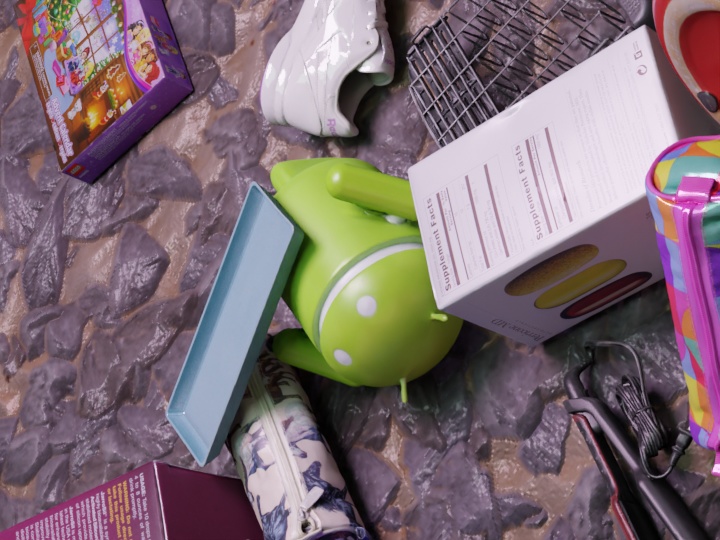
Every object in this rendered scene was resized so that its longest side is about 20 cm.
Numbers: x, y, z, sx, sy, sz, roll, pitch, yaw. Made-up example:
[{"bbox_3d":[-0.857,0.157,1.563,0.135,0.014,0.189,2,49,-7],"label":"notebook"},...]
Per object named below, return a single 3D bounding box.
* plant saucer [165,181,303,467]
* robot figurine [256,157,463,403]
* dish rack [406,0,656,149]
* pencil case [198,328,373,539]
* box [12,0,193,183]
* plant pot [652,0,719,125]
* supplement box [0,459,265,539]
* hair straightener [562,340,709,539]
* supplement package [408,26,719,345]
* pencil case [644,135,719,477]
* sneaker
[{"bbox_3d":[-0.090,0.040,1.414,0.070,0.019,0.201,47,124,46],"label":"plant saucer"},{"bbox_3d":[0.000,0.000,1.412,0.200,0.115,0.176,53,134,39],"label":"robot figurine"},{"bbox_3d":[0.124,-0.163,1.403,0.200,0.054,0.154,-45,50,23],"label":"dish rack"},{"bbox_3d":[-0.057,0.135,1.438,0.090,0.077,0.201,95,156,-52],"label":"pencil case"},{"bbox_3d":[-0.229,-0.197,1.729,0.137,0.039,0.201,-39,54,25],"label":"box"},{"bbox_3d":[0.277,-0.170,1.134,0.183,0.201,0.200,-45,45,-16],"label":"plant pot"},{"bbox_3d":[-0.172,0.228,1.480,0.199,0.130,0.104,-27,61,33],"label":"supplement box"},{"bbox_3d":[0.189,0.119,1.269,0.077,0.041,0.201,-41,49,23],"label":"hair straightener"},{"bbox_3d":[0.147,-0.050,1.293,0.199,0.113,0.110,-31,57,31],"label":"supplement package"},{"bbox_3d":[0.223,0.020,1.170,0.088,0.088,0.201,11,127,42],"label":"pencil case"},{"bbox_3d":[-0.002,-0.196,1.525,0.099,0.075,0.202,20,90,24],"label":"sneaker"}]
